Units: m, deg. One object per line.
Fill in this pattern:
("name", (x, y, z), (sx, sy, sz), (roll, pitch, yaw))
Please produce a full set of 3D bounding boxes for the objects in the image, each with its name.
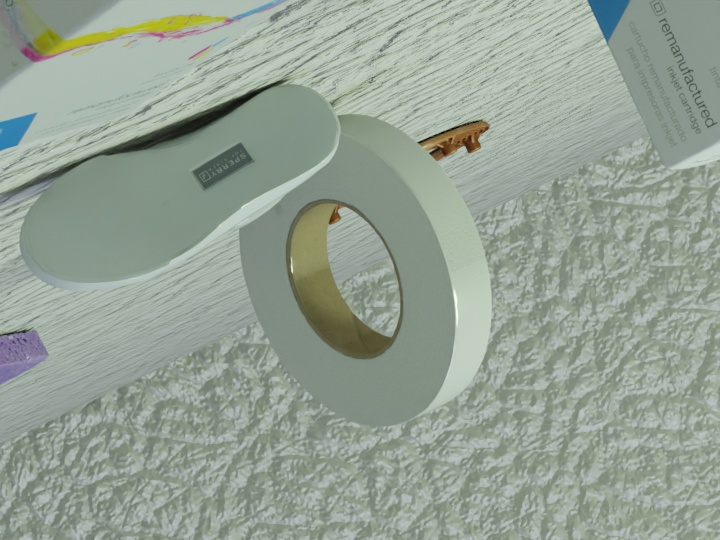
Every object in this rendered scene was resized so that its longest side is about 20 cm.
("tape roll", (0.000, 0.000, 1.607), (0.037, 0.203, 0.203), (-22, 175, -39))
("boot", (-0.104, -0.032, 1.381), (0.200, 0.074, 0.096), (-25, 170, -26))
("ink cartridge box", (0.209, -0.156, 1.174), (0.200, 0.147, 0.086), (-28, 174, 35))
("ink cartridge box", (-0.057, -0.102, 0.700), (0.200, 0.067, 0.116), (-29, 175, 41))
("sponge", (-0.326, 0.086, 1.991), (0.111, 0.030, 0.200), (-26, 176, 7))
("ring", (0.023, -0.077, 2.157), (0.200, 0.019, 0.200), (-26, 177, -2))
